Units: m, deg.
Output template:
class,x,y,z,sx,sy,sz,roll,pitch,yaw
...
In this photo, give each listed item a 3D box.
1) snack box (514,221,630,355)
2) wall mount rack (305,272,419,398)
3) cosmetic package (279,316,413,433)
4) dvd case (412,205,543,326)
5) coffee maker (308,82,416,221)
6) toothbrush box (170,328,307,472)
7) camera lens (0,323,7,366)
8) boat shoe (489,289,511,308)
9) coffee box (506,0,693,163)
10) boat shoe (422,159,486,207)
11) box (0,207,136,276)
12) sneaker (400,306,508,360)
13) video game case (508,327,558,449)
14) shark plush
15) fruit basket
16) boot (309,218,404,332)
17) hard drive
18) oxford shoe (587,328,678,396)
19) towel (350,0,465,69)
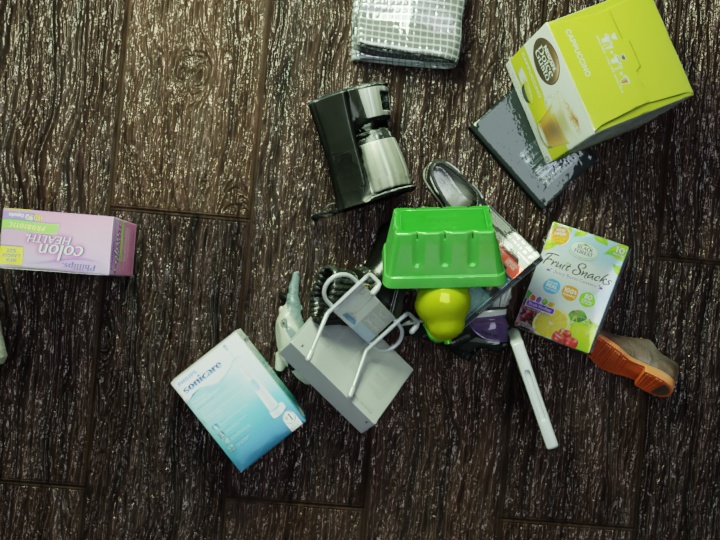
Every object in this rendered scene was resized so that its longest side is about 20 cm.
class,x,y,z,sx,sy,sz,roll,pitch,yaw
snack box,0.375,0.032,1.689,0.142,0.053,0.200,21,89,19
wall mount rack,-0.003,0.104,1.571,0.174,0.075,0.200,-44,124,1
cosmetic package,-0.022,0.158,1.648,0.200,0.052,0.151,45,44,-3
dvd case,0.192,-0.001,1.631,0.200,0.022,0.146,-41,55,-1
coffee maker,-0.020,-0.209,1.651,0.192,0.135,0.200,-16,90,-2
toothbrush box,-0.210,0.224,1.663,0.146,0.085,0.200,-39,92,-1
camera lens,-0.692,0.087,1.600,0.160,0.160,0.200,-11,90,-3
boat shoe,0.241,0.042,1.696,0.065,0.074,0.200,5,108,-37
coffee box,0.400,-0.327,1.619,0.200,0.198,0.200,-22,87,-14
boat shoe,0.189,-0.117,1.698,0.074,0.060,0.200,-37,92,-4
box,-0.484,-0.044,1.592,0.176,0.200,0.097,5,90,-2
sneaker,0.160,0.116,1.654,0.200,0.076,0.088,-8,88,30
video game case,0.294,0.197,1.634,0.024,0.200,0.182,-19,91,7
shark plush,-0.111,0.106,1.699,0.083,0.091,0.200,-3,69,-22
fruit basket,0.136,0.008,1.565,0.215,0.156,0.216,0,121,1
boot,0.001,0.000,1.641,0.158,0.079,0.211,13,79,-29
hard drive,0.311,-0.231,1.718,0.140,0.033,0.200,-42,92,-2
oxford shoe,0.481,0.148,1.721,0.200,0.071,0.073,33,56,4
towel,0.084,-0.451,1.681,0.200,0.086,0.166,6,89,-3
